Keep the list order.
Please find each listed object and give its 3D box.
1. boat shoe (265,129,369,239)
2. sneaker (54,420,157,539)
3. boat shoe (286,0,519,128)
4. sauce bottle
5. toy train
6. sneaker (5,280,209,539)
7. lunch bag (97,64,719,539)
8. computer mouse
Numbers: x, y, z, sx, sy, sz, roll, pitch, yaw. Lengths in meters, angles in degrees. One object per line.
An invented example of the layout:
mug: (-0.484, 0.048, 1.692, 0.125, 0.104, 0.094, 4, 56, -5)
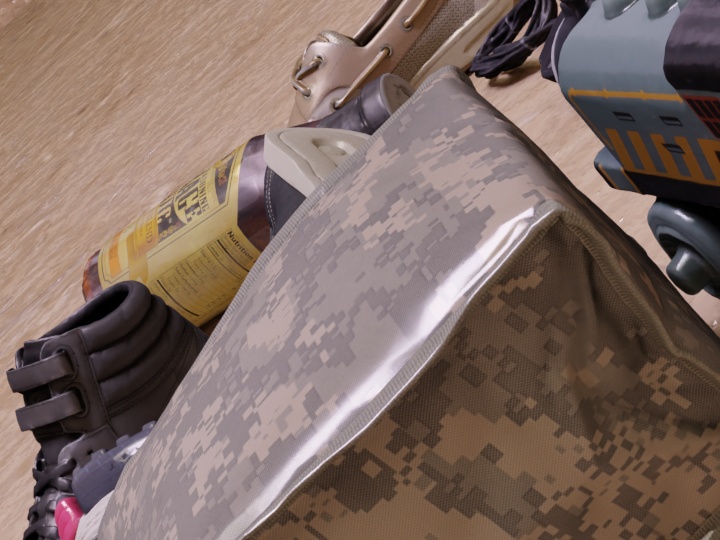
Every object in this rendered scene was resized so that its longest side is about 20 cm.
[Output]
boat shoe: (0.000, 0.000, 0.906, 0.200, 0.071, 0.068, -122, 40, -66)
sneaker: (-0.014, 0.072, 0.758, 0.200, 0.080, 0.075, -37, 46, 20)
boat shoe: (-0.006, -0.097, 1.147, 0.200, 0.065, 0.072, -42, 17, 2)
sauce bottle: (-0.050, -0.029, 1.085, 0.199, 0.066, 0.066, -34, 18, 26)
toy train: (0.122, -0.043, 0.639, 0.085, 0.114, 0.200, -44, 17, -7)
sneaker: (-0.123, 0.088, 0.899, 0.071, 0.099, 0.200, -17, 31, 51)
lunch bag: (0.005, 0.061, 0.632, 0.200, 0.118, 0.164, -45, 19, 6)
computer mouse: (0.097, -0.105, 1.010, 0.059, 0.034, 0.200, -61, 14, -5)
